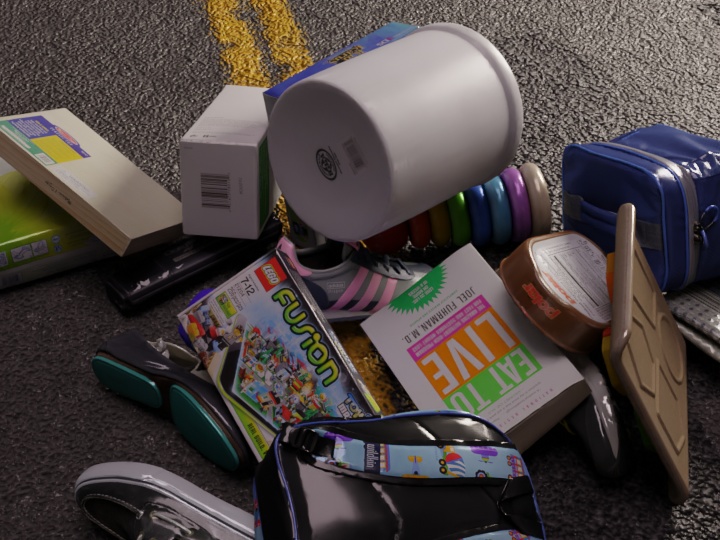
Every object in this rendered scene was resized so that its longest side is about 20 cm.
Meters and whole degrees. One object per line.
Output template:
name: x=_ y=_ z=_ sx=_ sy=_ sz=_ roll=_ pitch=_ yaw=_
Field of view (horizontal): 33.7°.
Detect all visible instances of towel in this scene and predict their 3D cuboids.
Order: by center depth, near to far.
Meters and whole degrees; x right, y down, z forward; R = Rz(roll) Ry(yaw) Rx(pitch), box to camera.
towel: x=0.412 y=0.057 z=1.148 sx=0.192 sy=0.035 sz=0.200 roll=-21 pitch=42 yaw=-37

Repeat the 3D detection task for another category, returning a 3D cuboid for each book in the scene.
book: x=0.101 y=0.079 z=1.081 sx=0.133 sy=0.048 sz=0.200 roll=-38 pitch=46 yaw=1

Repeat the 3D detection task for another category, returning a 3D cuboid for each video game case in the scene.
video game case: x=-0.005 y=-0.146 z=1.280 sx=0.045 sy=0.182 sz=0.200 roll=23 pitch=45 yaw=39

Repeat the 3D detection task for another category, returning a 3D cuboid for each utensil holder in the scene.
utensil holder: x=0.032 y=-0.133 z=1.151 sx=0.170 sy=0.170 sz=0.200 roll=30 pitch=40 yaw=30

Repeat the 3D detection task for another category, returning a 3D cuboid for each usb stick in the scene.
usb stick: x=-0.173 y=-0.014 z=1.247 sx=0.200 sy=0.033 sz=0.055 roll=-28 pitch=41 yaw=-28

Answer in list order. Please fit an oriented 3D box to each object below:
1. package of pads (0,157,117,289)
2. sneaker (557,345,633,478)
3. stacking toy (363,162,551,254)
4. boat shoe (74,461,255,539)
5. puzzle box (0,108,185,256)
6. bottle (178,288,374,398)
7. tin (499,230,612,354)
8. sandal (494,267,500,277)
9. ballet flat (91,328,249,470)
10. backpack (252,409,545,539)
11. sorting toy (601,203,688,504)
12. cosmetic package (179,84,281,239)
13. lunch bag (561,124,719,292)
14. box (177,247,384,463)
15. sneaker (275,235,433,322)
package of pads: x=-0.349 y=-0.077 z=1.293 sx=0.154 sy=0.068 sz=0.200 roll=-18 pitch=47 yaw=-19
sneaker: x=0.181 y=0.111 z=1.082 sx=0.084 sy=0.075 sz=0.200 roll=-27 pitch=47 yaw=8
stacking toy: x=0.098 y=-0.056 z=1.267 sx=0.199 sy=0.086 sz=0.086 roll=-11 pitch=41 yaw=-1
boat shoe: x=-0.150 y=0.213 z=0.952 sx=0.199 sy=0.072 sz=0.071 roll=16 pitch=39 yaw=15
puzzle box: x=-0.277 y=-0.095 z=1.226 sx=0.200 sy=0.025 sz=0.133 roll=39 pitch=24 yaw=11
bottle: x=-0.075 y=0.087 z=1.091 sx=0.200 sy=0.083 sz=0.065 roll=30 pitch=90 yaw=30
tin: x=0.196 y=0.015 z=1.086 sx=0.112 sy=0.042 sz=0.200 roll=47 pitch=25 yaw=16
sandal: x=0.156 y=0.022 z=1.181 sx=0.200 sy=0.057 sz=0.080 roll=-10 pitch=42 yaw=-10
ballet flat: x=-0.158 y=0.107 z=1.081 sx=0.200 sy=0.073 sz=0.073 roll=27 pitch=48 yaw=31
backpack: x=0.030 y=0.199 z=0.898 sx=0.199 sy=0.135 sz=0.183 roll=-4 pitch=65 yaw=-21
sorting toy: x=0.244 y=0.071 z=1.026 sx=0.036 sy=0.200 sz=0.185 roll=-12 pitch=36 yaw=23
cosmetic package: x=-0.129 y=-0.120 z=1.275 sx=0.084 sy=0.108 sz=0.200 roll=4 pitch=26 yaw=7
lunch bag: x=0.288 y=-0.058 z=1.182 sx=0.132 sy=0.136 sz=0.200 roll=-15 pitch=20 yaw=-19
box: x=-0.063 y=0.093 z=1.021 sx=0.110 sy=0.035 sz=0.200 roll=-35 pitch=73 yaw=7
sneaker: x=0.000 y=0.000 z=1.166 sx=0.199 sy=0.082 sz=0.070 roll=-7 pitch=29 yaw=-33
